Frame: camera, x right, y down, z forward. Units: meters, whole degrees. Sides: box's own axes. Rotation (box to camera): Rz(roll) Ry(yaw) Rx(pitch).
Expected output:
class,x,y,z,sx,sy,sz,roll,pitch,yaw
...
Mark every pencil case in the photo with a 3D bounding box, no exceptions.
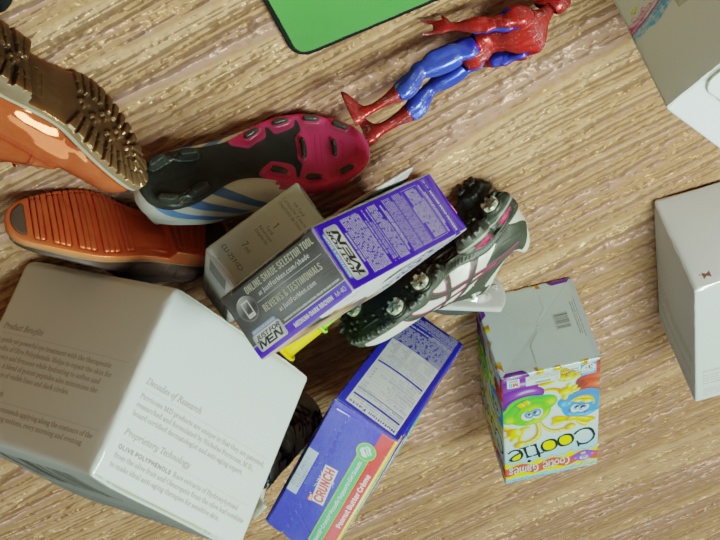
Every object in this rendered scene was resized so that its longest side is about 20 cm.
class,x,y,z,sx,sy,sz,roll,pitch,yaw
pencil case,-0.100,0.174,1.570,0.078,0.089,0.200,-38,180,23

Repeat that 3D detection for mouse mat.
class,x,y,z,sx,sy,sz,roll,pitch,yaw
mouse mat,-0.011,-0.253,1.211,0.161,0.008,0.200,-22,141,7

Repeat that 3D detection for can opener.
class,x,y,z,sx,sy,sz,roll,pitch,yaw
can opener,0.046,0.022,1.533,0.200,0.053,0.066,5,138,-24

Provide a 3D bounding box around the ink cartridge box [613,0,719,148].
class,x,y,z,sx,sy,sz,roll,pitch,yaw
ink cartridge box,0.293,-0.202,1.223,0.145,0.200,0.145,-38,137,26

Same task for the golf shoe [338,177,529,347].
class,x,y,z,sx,sy,sz,roll,pitch,yaw
golf shoe,0.073,0.010,1.467,0.200,0.077,0.088,-41,132,2

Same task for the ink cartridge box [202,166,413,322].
class,x,y,z,sx,sy,sz,roll,pitch,yaw
ink cartridge box,-0.051,-0.034,1.366,0.176,0.045,0.200,-36,176,-11

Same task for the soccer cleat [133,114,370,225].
class,x,y,z,sx,sy,sz,roll,pitch,yaw
soccer cleat,-0.093,-0.082,1.358,0.200,0.070,0.086,-11,165,-11

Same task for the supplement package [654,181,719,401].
class,x,y,z,sx,sy,sz,roll,pitch,yaw
supplement package,0.364,0.018,1.588,0.117,0.117,0.200,-16,143,1

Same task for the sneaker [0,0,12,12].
class,x,y,z,sx,sy,sz,roll,pitch,yaw
sneaker,-0.329,-0.188,1.112,0.200,0.090,0.078,-18,142,4

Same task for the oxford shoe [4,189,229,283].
class,x,y,z,sx,sy,sz,roll,pitch,yaw
oxford shoe,-0.213,-0.017,1.382,0.200,0.071,0.073,8,141,-28

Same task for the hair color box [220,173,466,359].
class,x,y,z,sx,sy,sz,roll,pitch,yaw
hair color box,-0.009,-0.006,1.285,0.109,0.065,0.200,-37,174,33

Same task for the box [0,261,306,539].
class,x,y,z,sx,sy,sz,roll,pitch,yaw
box,-0.199,0.115,1.405,0.199,0.171,0.200,9,161,40

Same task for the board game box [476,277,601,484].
class,x,y,z,sx,sy,sz,roll,pitch,yaw
board game box,0.182,0.117,1.656,0.103,0.105,0.200,-13,141,-3

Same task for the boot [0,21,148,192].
class,x,y,z,sx,sy,sz,roll,pitch,yaw
boot,-0.259,-0.110,1.255,0.107,0.075,0.200,-33,131,26

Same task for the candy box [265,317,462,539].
class,x,y,z,sx,sy,sz,roll,pitch,yaw
candy box,0.005,0.153,1.549,0.077,0.200,0.169,33,123,6

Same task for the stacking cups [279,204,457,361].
class,x,y,z,sx,sy,sz,roll,pitch,yaw
stacking cups,0.000,0.000,1.437,0.200,0.061,0.061,-36,140,3

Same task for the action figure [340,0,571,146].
class,x,y,z,sx,sy,sz,roll,pitch,yaw
action figure,0.081,-0.174,1.308,0.200,0.052,0.065,-27,146,6
